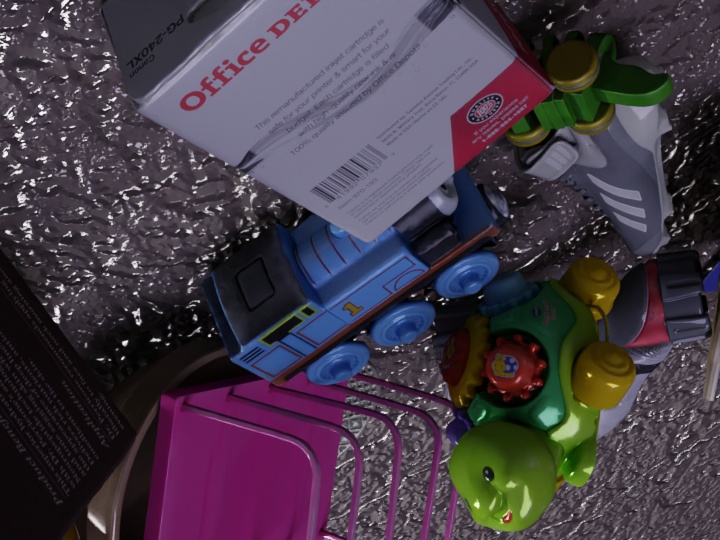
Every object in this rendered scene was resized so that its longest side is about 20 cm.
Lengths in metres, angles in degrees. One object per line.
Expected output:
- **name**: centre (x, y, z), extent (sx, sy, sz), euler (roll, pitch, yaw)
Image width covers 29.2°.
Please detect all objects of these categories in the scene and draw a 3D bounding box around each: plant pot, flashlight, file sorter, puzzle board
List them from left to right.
- **plant pot**: centre (-0.135, 0.139, 0.956), extent (0.201, 0.093, 0.201), euler (-28, 124, -52)
- **file sorter**: centre (-0.029, 0.150, 0.921), extent (0.200, 0.125, 0.139), euler (-6, 106, -57)
- **flashlight**: centre (0.152, 0.032, 1.013), extent (0.199, 0.068, 0.068), euler (-8, 165, 13)
- **puzzle board**: centre (0.272, -0.018, 0.997), extent (0.017, 0.151, 0.200), euler (9, 147, 13)

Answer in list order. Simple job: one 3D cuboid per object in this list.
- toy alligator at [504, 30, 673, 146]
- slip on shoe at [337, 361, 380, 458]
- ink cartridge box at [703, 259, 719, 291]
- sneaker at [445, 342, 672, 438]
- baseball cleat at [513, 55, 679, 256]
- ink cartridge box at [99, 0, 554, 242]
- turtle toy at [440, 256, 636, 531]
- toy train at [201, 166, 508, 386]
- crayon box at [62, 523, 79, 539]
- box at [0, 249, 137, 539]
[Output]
- **toy alligator**: centre (0.085, -0.110, 0.830), extent (0.200, 0.054, 0.059), euler (-8, 150, 21)
- **slip on shoe**: centre (-0.063, 0.135, 1.069), extent (0.074, 0.061, 0.200), euler (39, 103, -15)
- **ink cartridge box**: centre (0.406, -0.035, 1.133), extent (0.200, 0.047, 0.198), euler (-5, 142, -33)
- **sneaker**: centre (0.157, 0.100, 1.135), extent (0.200, 0.075, 0.115), euler (-15, 142, -20)
- **baseball cleat**: centre (0.158, -0.072, 0.931), extent (0.106, 0.070, 0.200), euler (-10, 144, 7)
- **ink cartridge box**: centre (-0.014, -0.116, 0.732), extent (0.145, 0.083, 0.200), euler (-38, 143, 19)
- **turtle toy**: centre (0.105, 0.083, 0.905), extent (0.101, 0.200, 0.146), euler (13, 133, -12)
- **toy train**: centre (0.000, 0.000, 0.892), extent (0.200, 0.087, 0.114), euler (-35, 147, 15)
- **crayon box**: centre (-0.238, 0.199, 0.915), extent (0.052, 0.200, 0.126), euler (11, 133, -40)
- **box**: centre (-0.250, 0.098, 0.730), extent (0.164, 0.166, 0.200), euler (-33, -173, 13)
